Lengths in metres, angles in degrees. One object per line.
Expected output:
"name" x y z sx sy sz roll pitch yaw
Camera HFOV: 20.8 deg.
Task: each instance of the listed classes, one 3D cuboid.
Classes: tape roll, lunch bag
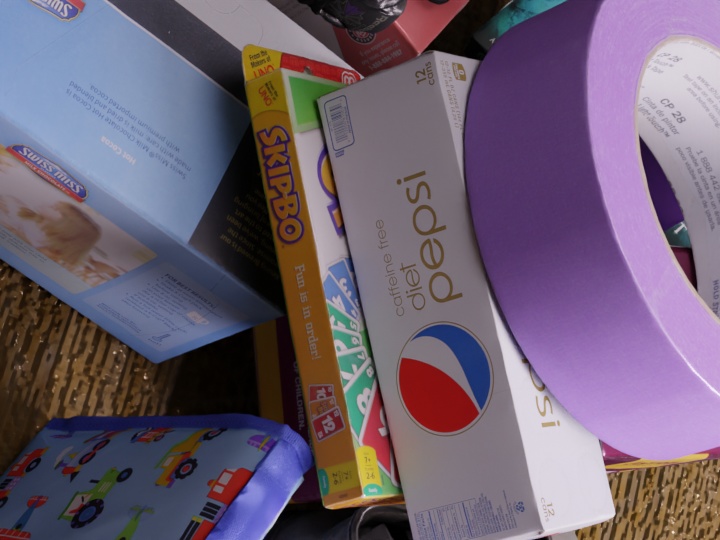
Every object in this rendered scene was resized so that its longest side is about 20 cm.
"tape roll" 0.131 -0.024 0.833 0.199 0.065 0.201 25 55 -41
"lunch bag" -0.107 0.133 0.824 0.094 0.200 0.151 46 60 -15

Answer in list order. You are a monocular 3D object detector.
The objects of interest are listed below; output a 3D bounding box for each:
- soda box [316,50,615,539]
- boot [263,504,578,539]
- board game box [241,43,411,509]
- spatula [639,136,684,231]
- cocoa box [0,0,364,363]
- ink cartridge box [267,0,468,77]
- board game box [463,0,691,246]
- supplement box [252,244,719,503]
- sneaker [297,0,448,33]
"soda box" 0.044 0.014 0.820 0.068 0.063 0.201 1 74 -56
"boot" 0.056 0.144 0.967 0.199 0.130 0.068 5 76 -31
"board game box" 0.000 0.000 0.844 0.095 0.030 0.201 6 67 -56
"spatula" 0.093 -0.019 0.992 0.021 0.200 0.057 -34 93 -46
"cocoa box" -0.116 -0.070 0.904 0.200 0.133 0.132 36 61 -22
"ink cartridge box" -0.046 -0.186 0.987 0.200 0.116 0.068 49 57 -14
"board game box" 0.167 -0.082 1.002 0.135 0.028 0.200 -40 85 -15
"supplement box" 0.064 0.051 0.937 0.130 0.199 0.104 6 75 -49
"sneaker" -0.013 -0.149 0.882 0.199 0.076 0.088 -16 93 -39
